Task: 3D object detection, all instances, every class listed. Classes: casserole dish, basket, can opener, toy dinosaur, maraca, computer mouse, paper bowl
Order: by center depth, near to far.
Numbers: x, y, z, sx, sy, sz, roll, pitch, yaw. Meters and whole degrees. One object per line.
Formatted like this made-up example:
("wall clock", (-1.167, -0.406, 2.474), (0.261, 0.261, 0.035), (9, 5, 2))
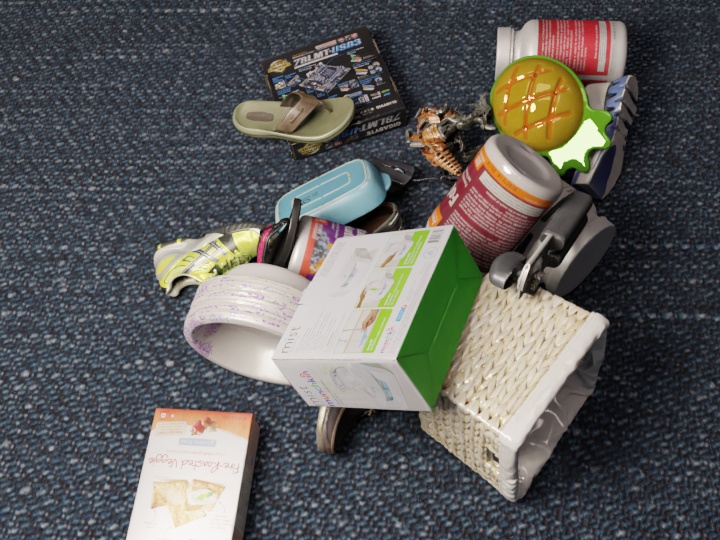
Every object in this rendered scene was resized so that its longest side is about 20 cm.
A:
("can opener", (0.218, -0.038, 1.004), (0.067, 0.054, 0.200), (23, 43, 21))
("basket", (0.179, 0.139, 1.018), (0.160, 0.199, 0.200), (30, 67, 26))
("paper bowl", (-0.121, 0.065, 1.085), (0.199, 0.201, 0.105), (10, 61, 12))
("maraca", (0.277, -0.229, 1.223), (0.200, 0.107, 0.137), (46, 114, 18))
("casserole dish", (-0.051, -0.104, 1.230), (0.199, 0.039, 0.121), (-26, 32, 9))
("computer mouse", (0.085, -0.146, 1.262), (0.199, 0.034, 0.059), (3, 43, 22))
("toy dinosaur", (0.138, -0.198, 1.277), (0.135, 0.102, 0.201), (-11, 57, 4))

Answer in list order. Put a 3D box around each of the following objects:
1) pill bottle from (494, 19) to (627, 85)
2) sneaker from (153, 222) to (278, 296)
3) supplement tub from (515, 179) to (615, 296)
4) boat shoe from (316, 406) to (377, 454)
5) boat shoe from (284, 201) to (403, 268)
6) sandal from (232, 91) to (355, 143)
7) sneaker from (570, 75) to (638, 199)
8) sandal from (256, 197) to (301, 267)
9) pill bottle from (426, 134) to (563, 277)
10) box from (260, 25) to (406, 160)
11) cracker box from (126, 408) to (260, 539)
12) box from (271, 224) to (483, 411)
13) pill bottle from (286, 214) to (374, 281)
("pill bottle", (0.319, -0.345, 1.335), (0.199, 0.112, 0.113), (4, 60, 7))
("sneaker", (-0.207, -0.014, 1.217), (0.199, 0.075, 0.077), (-16, 67, 16))
("supplement tub", (0.239, -0.072, 1.166), (0.140, 0.141, 0.200), (-40, 64, -17))
("boat shoe", (0.003, 0.152, 1.097), (0.073, 0.075, 0.201), (17, 64, 16))
("boat shoe", (-0.034, -0.049, 1.225), (0.199, 0.068, 0.072), (-18, 60, -3))
("sandal", (-0.107, -0.245, 1.300), (0.200, 0.057, 0.080), (0, 61, 8))
("sneaker", (0.346, -0.207, 1.279), (0.115, 0.080, 0.200), (11, 74, 39))
("sandal", (-0.127, -0.024, 1.143), (0.045, 0.200, 0.075), (21, 46, -12))
("pill bottle", (0.156, -0.064, 1.069), (0.114, 0.200, 0.114), (25, 32, -18))
("box", (-0.047, -0.298, 1.382), (0.199, 0.050, 0.199), (-19, 59, -4))
("cracker box", (-0.210, 0.280, 1.051), (0.133, 0.058, 0.201), (1, 60, 7))
("box", (0.021, 0.053, 0.962), (0.176, 0.097, 0.201), (-6, 43, 36))
("pill bottle", (0.000, 0.000, 1.148), (0.199, 0.112, 0.112), (14, 60, -7))
